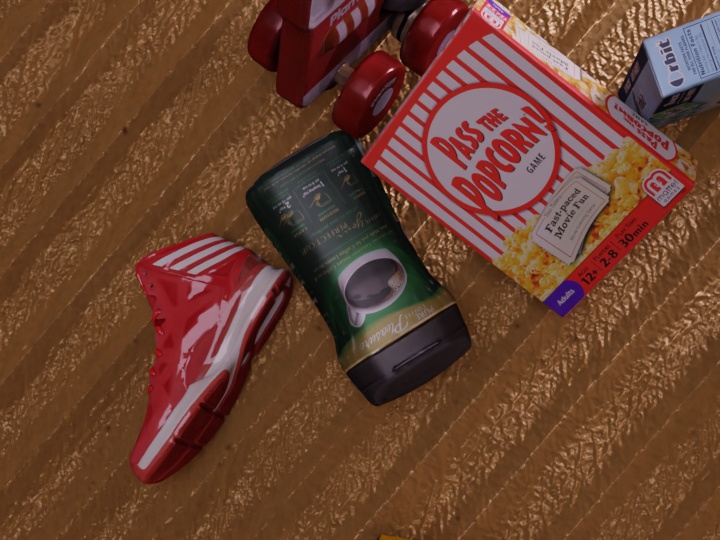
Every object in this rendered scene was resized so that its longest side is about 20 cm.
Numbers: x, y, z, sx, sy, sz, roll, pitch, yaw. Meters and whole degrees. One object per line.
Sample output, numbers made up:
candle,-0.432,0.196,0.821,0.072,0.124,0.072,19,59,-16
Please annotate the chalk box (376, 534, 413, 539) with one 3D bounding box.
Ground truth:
chalk box,0.053,0.317,0.853,0.122,0.124,0.203,6,90,8

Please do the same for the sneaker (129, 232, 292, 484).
sneaker,-0.149,0.062,0.925,0.115,0.078,0.201,31,80,16

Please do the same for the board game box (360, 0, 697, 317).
board game box,0.122,-0.081,0.844,0.199,0.046,0.152,36,125,-4

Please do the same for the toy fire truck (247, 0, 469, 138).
toy fire truck,0.009,-0.210,0.841,0.112,0.169,0.200,38,64,11

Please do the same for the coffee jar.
coffee jar,0.000,0.000,0.890,0.103,0.085,0.202,-30,84,-5

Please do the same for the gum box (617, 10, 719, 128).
gum box,0.292,-0.161,0.816,0.197,0.170,0.045,-19,86,6
